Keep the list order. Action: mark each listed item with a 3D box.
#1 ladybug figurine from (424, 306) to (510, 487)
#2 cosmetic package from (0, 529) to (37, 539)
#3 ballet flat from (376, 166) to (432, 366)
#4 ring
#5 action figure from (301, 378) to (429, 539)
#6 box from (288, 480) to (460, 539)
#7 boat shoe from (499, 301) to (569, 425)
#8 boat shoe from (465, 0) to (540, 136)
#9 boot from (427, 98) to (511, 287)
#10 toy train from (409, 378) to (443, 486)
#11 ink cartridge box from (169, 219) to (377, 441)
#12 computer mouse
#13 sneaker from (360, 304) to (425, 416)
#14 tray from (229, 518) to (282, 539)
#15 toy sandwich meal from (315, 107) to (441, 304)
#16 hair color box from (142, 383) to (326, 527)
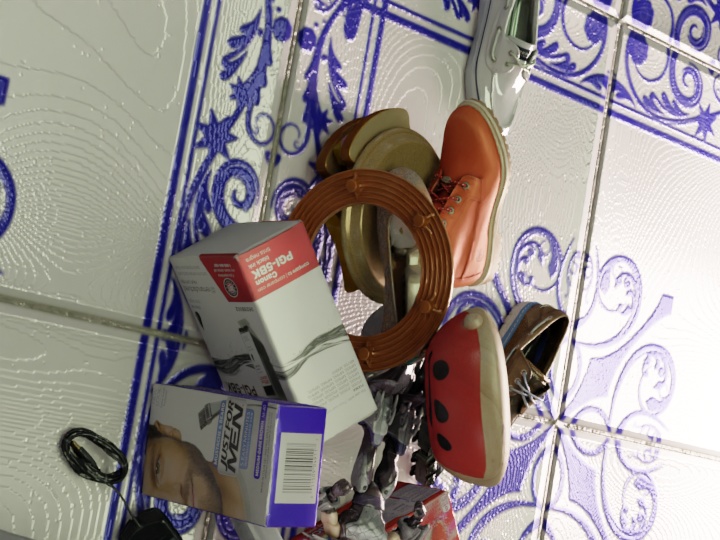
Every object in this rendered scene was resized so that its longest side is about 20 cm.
[{"bbox_3d":[0.102,0.125,1.567,0.071,0.136,0.202,-7,122,-5],"label":"ladybug figurine"},{"bbox_3d":[-0.246,0.335,1.380,0.166,0.199,0.169,33,70,-37],"label":"cosmetic package"},{"bbox_3d":[0.056,-0.006,1.608,0.067,0.067,0.202,-2,87,-19],"label":"ballet flat"},{"bbox_3d":[0.000,0.000,1.590,0.019,0.199,0.203,1,91,-62],"label":"ring"},{"bbox_3d":[0.011,0.213,1.581,0.129,0.069,0.202,24,71,-36],"label":"action figure"},{"bbox_3d":[0.003,0.305,1.667,0.199,0.099,0.096,-27,109,-38],"label":"box"},{"bbox_3d":[0.176,0.121,1.832,0.072,0.072,0.201,40,66,-35],"label":"boat shoe"},{"bbox_3d":[0.166,-0.249,1.811,0.073,0.066,0.202,0,92,-41],"label":"boat shoe"},{"bbox_3d":[0.099,-0.077,1.680,0.107,0.075,0.202,-10,105,-46],"label":"boot"},{"bbox_3d":[0.079,0.165,1.708,0.046,0.034,0.201,-40,152,-28],"label":"toy train"},{"bbox_3d":[-0.084,0.060,1.534,0.082,0.146,0.202,-29,105,-29],"label":"ink cartridge box"},{"bbox_3d":[-0.219,0.226,1.516,0.058,0.034,0.201,-31,110,-5],"label":"computer mouse"},{"bbox_3d":[0.008,0.131,1.679,0.200,0.075,0.114,-44,137,-13],"label":"sneaker"},{"bbox_3d":[-0.079,0.292,1.537,0.022,0.108,0.201,-25,73,-19],"label":"tray"},{"bbox_3d":[0.021,-0.065,1.695,0.204,0.070,0.208,-13,106,-51],"label":"toy sandwich meal"},{"bbox_3d":[-0.120,0.169,1.484,0.064,0.199,0.111,8,87,-39],"label":"hair color box"}]
